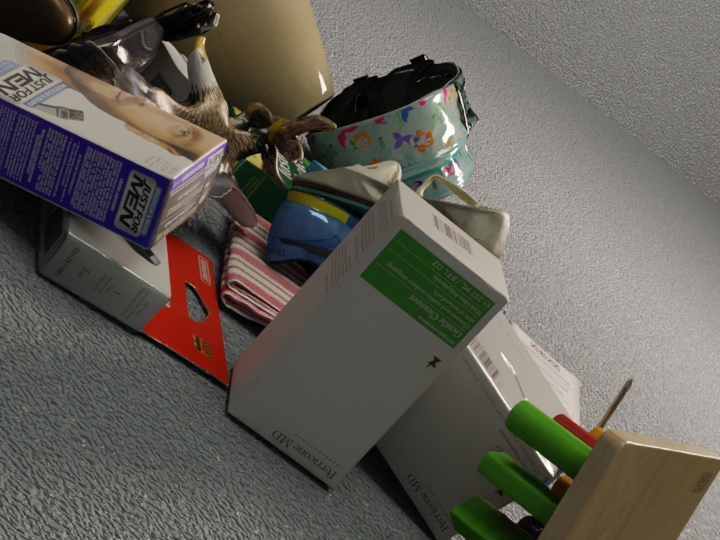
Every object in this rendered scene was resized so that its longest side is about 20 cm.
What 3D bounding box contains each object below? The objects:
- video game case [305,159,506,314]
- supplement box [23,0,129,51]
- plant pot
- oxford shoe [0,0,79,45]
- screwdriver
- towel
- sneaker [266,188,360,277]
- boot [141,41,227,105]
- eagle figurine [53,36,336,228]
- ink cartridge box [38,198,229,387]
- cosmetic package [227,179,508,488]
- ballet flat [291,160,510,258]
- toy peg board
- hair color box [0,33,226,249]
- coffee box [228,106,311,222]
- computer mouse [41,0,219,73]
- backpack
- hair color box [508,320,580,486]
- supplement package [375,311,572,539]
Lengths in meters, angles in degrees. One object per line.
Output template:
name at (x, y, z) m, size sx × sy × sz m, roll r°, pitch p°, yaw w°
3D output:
video game case at (0.043, -0.030, 1.568) m, size 0.200 × 0.018 × 0.143 m, roll 34°, pitch 7°, yaw -26°
supplement box at (-0.276, -0.287, 1.513) m, size 0.109 × 0.110 × 0.200 m, roll 41°, pitch 16°, yaw -4°
plant pot at (-0.118, -0.244, 1.693) m, size 0.200 × 0.187 × 0.187 m, roll 56°, pitch 17°, yaw -3°
oxford shoe at (-0.331, -0.235, 1.346) m, size 0.199 × 0.073 × 0.085 m, roll 23°, pitch 25°, yaw -19°
screwdriver at (0.154, 0.163, 1.251) m, size 0.029 × 0.201 × 0.028 m, roll 27°, pitch 17°, yaw 7°
towel at (-0.061, 0.020, 1.407) m, size 0.146 × 0.030 × 0.200 m, roll 37°, pitch 16°, yaw -16°
sneaker at (0.000, 0.000, 1.433) m, size 0.200 × 0.079 × 0.066 m, roll 26°, pitch -11°, yaw -32°
boot at (-0.150, -0.141, 1.512) m, size 0.095 × 0.074 × 0.200 m, roll 29°, pitch 26°, yaw -49°
eagle figurine at (-0.149, -0.122, 1.340) m, size 0.199 × 0.152 × 0.151 m, roll -4°, pitch 63°, yaw -36°
ink cartridge box at (-0.164, -0.017, 1.235) m, size 0.173 × 0.044 × 0.200 m, roll 33°, pitch 19°, yaw -25°
cosmetic package at (0.004, 0.047, 1.185) m, size 0.107 × 0.200 × 0.085 m, roll 36°, pitch 16°, yaw -14°
ballet flat at (0.038, -0.062, 1.425) m, size 0.199 × 0.064 × 0.067 m, roll 22°, pitch -11°, yaw 11°
toy peg board at (0.149, 0.192, 1.200) m, size 0.098 × 0.201 × 0.199 m, roll 36°, pitch 11°, yaw 32°
hair color box at (-0.210, -0.097, 1.167) m, size 0.199 × 0.065 × 0.109 m, roll 27°, pitch 25°, yaw 6°
coffee box at (-0.058, -0.071, 1.596) m, size 0.200 × 0.044 × 0.123 m, roll 35°, pitch 19°, yaw -26°
computer mouse at (-0.217, -0.189, 1.432) m, size 0.200 × 0.138 × 0.053 m, roll -44°, pitch 122°, yaw -62°
backpack at (0.035, -0.141, 1.744) m, size 0.200 × 0.177 × 0.151 m, roll -48°, pitch 121°, yaw -72°
hair color box at (0.160, 0.130, 1.576) m, size 0.099 × 0.061 × 0.200 m, roll 42°, pitch 18°, yaw -6°
supplement package at (0.069, 0.092, 1.311) m, size 0.200 × 0.111 × 0.156 m, roll 56°, pitch 18°, yaw 1°
